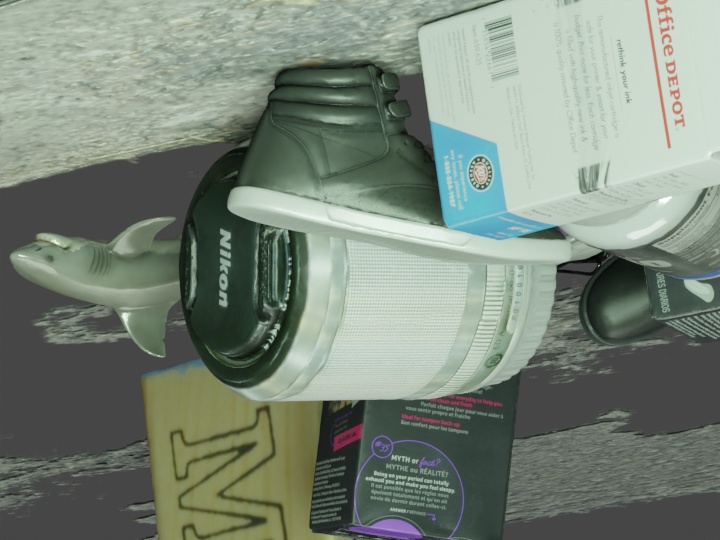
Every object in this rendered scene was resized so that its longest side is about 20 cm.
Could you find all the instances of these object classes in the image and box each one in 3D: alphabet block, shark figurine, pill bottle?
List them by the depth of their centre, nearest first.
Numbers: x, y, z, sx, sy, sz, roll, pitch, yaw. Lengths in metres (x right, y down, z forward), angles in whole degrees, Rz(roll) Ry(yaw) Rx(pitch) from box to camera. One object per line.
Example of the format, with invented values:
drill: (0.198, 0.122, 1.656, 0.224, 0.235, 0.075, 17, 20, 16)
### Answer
pill bottle: (0.168, -0.062, 1.601, 0.113, 0.114, 0.200, -14, 165, 26)
shark figurine: (-0.121, 0.011, 1.827, 0.214, 0.090, 0.128, -6, 169, 1)
alphabet block: (-0.050, 0.173, 2.319, 0.196, 0.201, 0.195, -17, 164, 37)

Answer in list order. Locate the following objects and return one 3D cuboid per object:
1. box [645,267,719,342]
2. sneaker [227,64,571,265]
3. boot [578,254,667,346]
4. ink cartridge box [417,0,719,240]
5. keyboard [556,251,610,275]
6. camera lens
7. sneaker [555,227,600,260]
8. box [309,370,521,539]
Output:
box: (0.287, -0.035, 1.735, 0.199, 0.123, 0.106, -12, 166, 20)
sneaker: (0.031, -0.061, 1.521, 0.199, 0.100, 0.071, 12, 172, -11)
boot: (0.251, -0.015, 1.909, 0.165, 0.066, 0.200, -30, 178, -17)
ink cartridge box: (0.138, -0.095, 1.432, 0.199, 0.116, 0.067, -14, 166, 28)
keyboard: (0.138, -0.014, 1.968, 0.200, 0.040, 0.104, -17, 164, 39)
camera lens: (0.000, 0.000, 1.671, 0.199, 0.161, 0.160, 1, 165, -34)
sneaker: (0.109, -0.020, 1.841, 0.200, 0.075, 0.099, -16, 163, 35)
box: (0.042, 0.100, 1.988, 0.122, 0.201, 0.106, 10, 170, -18)
